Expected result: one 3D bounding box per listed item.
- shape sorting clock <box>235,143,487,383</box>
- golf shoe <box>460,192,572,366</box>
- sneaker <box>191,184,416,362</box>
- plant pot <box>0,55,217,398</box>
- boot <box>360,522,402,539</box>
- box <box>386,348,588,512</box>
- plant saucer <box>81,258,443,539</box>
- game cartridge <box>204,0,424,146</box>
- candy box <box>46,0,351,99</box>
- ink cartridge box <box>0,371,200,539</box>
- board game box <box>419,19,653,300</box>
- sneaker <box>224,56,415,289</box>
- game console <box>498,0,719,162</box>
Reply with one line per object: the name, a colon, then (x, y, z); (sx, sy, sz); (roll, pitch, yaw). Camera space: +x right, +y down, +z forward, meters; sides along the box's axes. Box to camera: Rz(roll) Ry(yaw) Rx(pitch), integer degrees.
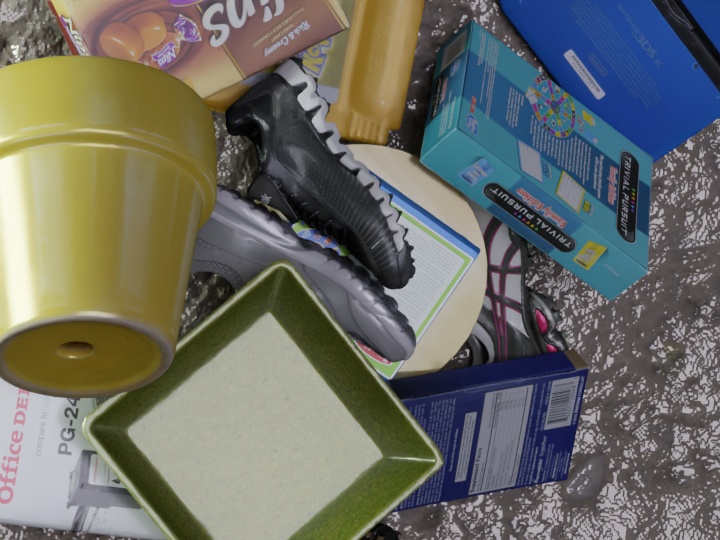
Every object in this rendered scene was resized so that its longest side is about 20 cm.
shape sorting clock: (0.000, 0.000, 1.808); (0.200, 0.039, 0.200); (0, 91, -6)
golf shoe: (0.097, 0.001, 1.846); (0.088, 0.077, 0.200); (-25, 100, -9)
sneaker: (-0.048, 0.017, 1.757); (0.200, 0.075, 0.082); (34, 97, 5)
plant pot: (-0.200, -0.021, 1.626); (0.201, 0.201, 0.189); (9, 59, -21)
boot: (-0.019, 0.173, 1.766); (0.077, 0.138, 0.200); (-18, 109, -52)
box: (0.080, 0.132, 1.836); (0.200, 0.032, 0.121); (-9, 128, -22)
plant saucer: (-0.075, 0.128, 1.696); (0.200, 0.048, 0.200); (-40, 97, -16)
game cartridge: (-0.048, -0.200, 1.801); (0.200, 0.032, 0.176); (11, 89, -20)
candy box: (-0.120, -0.193, 1.729); (0.200, 0.056, 0.117); (-27, 102, -17)
ink cartridge box: (-0.195, 0.125, 1.730); (0.200, 0.083, 0.145); (9, 89, -22)
board game box: (0.143, -0.088, 1.826); (0.200, 0.047, 0.151); (36, 36, -19)
sneaker: (-0.037, -0.061, 1.743); (0.090, 0.066, 0.200); (-29, 81, -16)
game console: (0.236, -0.217, 1.919); (0.171, 0.118, 0.200); (-35, 106, 16)
